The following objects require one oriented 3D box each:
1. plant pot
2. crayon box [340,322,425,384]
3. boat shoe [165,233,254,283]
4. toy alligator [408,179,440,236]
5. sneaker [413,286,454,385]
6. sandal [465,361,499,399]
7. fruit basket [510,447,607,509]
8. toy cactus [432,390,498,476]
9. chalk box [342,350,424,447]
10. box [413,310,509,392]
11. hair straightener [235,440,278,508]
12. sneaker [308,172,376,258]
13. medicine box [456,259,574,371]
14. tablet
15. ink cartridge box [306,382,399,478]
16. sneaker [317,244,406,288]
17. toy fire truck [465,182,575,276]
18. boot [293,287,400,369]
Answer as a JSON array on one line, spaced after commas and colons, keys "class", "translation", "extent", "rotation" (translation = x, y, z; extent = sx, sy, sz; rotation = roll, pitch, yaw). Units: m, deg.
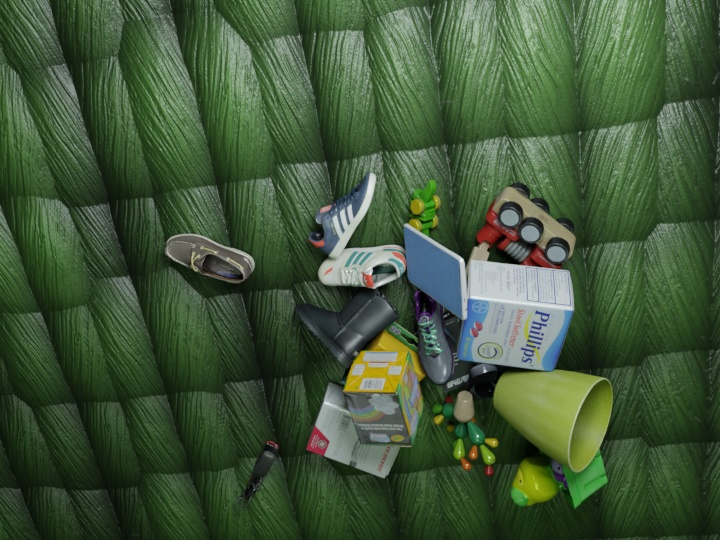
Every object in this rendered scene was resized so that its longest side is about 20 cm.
[{"class": "plant pot", "translation": [0.372, 0.274, 1.522], "extent": [0.198, 0.186, 0.191], "rotation": [18, 122, 38]}, {"class": "crayon box", "translation": [0.060, 0.211, 1.642], "extent": [0.125, 0.052, 0.200], "rotation": [34, 130, -7]}, {"class": "boat shoe", "translation": [-0.326, -0.023, 1.615], "extent": [0.196, 0.060, 0.073], "rotation": [17, 116, 0]}, {"class": "toy alligator", "translation": [0.117, -0.092, 1.527], "extent": [0.054, 0.059, 0.204], "rotation": [32, 128, 41]}, {"class": "sneaker", "translation": [0.137, 0.131, 1.546], "extent": [0.073, 0.087, 0.204], "rotation": [-17, 67, 20]}, {"class": "sandal", "translation": [0.257, 0.242, 1.593], "extent": [0.075, 0.200, 0.044], "rotation": [-19, 67, 6]}, {"class": "fruit basket", "translation": [0.403, 0.415, 1.631], "extent": [0.212, 0.216, 0.158], "rotation": [-15, 112, 14]}, {"class": "toy cactus", "translation": [0.230, 0.330, 1.639], "extent": [0.100, 0.201, 0.168], "rotation": [-15, 129, -18]}, {"class": "chalk box", "translation": [0.056, 0.282, 1.584], "extent": [0.122, 0.125, 0.203], "rotation": [-2, 127, 20]}, {"class": "box", "translation": [0.234, 0.154, 1.623], "extent": [0.197, 0.044, 0.162], "rotation": [-23, 109, 17]}, {"class": "hair straightener", "translation": [-0.258, 0.506, 1.837], "extent": [0.040, 0.077, 0.201], "rotation": [30, 115, -8]}, {"class": "sneaker", "translation": [-0.041, -0.119, 1.521], "extent": [0.083, 0.075, 0.202], "rotation": [27, 116, -10]}, {"class": "medicine box", "translation": [0.295, 0.089, 1.476], "extent": [0.196, 0.104, 0.184], "rotation": [7, 135, 5]}, {"class": "tablet", "translation": [0.142, 0.000, 1.456], "extent": [0.013, 0.200, 0.132], "rotation": [-19, 121, -22]}, {"class": "ink cartridge box", "translation": [-0.007, 0.364, 1.732], "extent": [0.197, 0.084, 0.147], "rotation": [20, 116, -2]}, {"class": "sneaker", "translation": [0.001, 0.000, 1.559], "extent": [0.196, 0.094, 0.072], "rotation": [-9, 113, 12]}, {"class": "toy fire truck", "translation": [0.298, -0.037, 1.498], "extent": [0.175, 0.129, 0.201], "rotation": [35, 132, -4]}, {"class": "boot", "translation": [-0.028, 0.089, 1.609], "extent": [0.168, 0.200, 0.077], "rotation": [-45, 142, -6]}]
